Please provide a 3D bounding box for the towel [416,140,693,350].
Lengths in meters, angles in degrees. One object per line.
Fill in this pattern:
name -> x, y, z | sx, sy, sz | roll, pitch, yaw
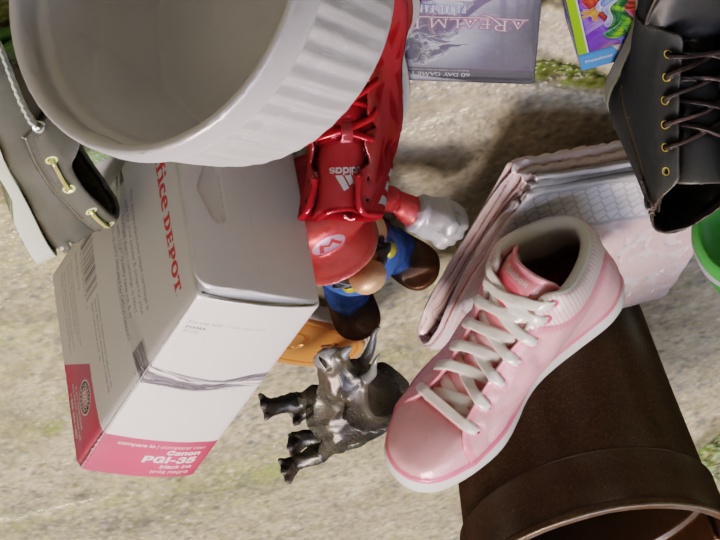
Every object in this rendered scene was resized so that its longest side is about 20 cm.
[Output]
towel -> 0.152, -0.021, 1.821 | 0.200, 0.032, 0.191 | -11, 150, -28

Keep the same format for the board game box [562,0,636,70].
board game box -> 0.210, -0.195, 1.591 | 0.200, 0.045, 0.135 | -15, 149, 4

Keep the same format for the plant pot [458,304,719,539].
plant pot -> 0.147, 0.127, 1.938 | 0.200, 0.199, 0.200 | -10, 148, -6

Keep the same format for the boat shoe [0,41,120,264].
boat shoe -> -0.187, -0.080, 1.571 | 0.060, 0.072, 0.202 | -21, 145, -3

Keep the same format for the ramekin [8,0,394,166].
ramekin -> -0.075, -0.148, 1.429 | 0.200, 0.200, 0.105 | -31, 154, 28

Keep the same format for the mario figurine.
mario figurine -> 0.000, 0.000, 1.733 | 0.106, 0.124, 0.200 | 12, 170, 17

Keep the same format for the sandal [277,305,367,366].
sandal -> -0.077, 0.051, 1.868 | 0.206, 0.059, 0.079 | 11, 141, -33

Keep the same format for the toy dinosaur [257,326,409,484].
toy dinosaur -> -0.006, 0.092, 1.838 | 0.102, 0.077, 0.200 | -17, 173, 11

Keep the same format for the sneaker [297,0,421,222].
sneaker -> -0.003, -0.097, 1.558 | 0.078, 0.116, 0.200 | -3, 148, 9

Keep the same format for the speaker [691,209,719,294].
speaker -> 0.273, -0.010, 1.833 | 0.088, 0.089, 0.200 | -19, 164, 11

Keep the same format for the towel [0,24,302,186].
towel -> -0.135, -0.099, 1.636 | 0.149, 0.031, 0.200 | -23, 147, 16

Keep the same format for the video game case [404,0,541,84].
video game case -> 0.033, -0.172, 1.562 | 0.143, 0.019, 0.200 | 2, 147, 2

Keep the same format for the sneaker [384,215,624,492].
sneaker -> 0.082, 0.044, 1.731 | 0.200, 0.075, 0.105 | -44, 152, -11

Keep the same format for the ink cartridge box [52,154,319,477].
ink cartridge box -> -0.108, 0.012, 1.658 | 0.083, 0.147, 0.200 | 7, 144, -26

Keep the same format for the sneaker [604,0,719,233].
sneaker -> 0.196, -0.114, 1.568 | 0.075, 0.106, 0.200 | -5, 146, -11
